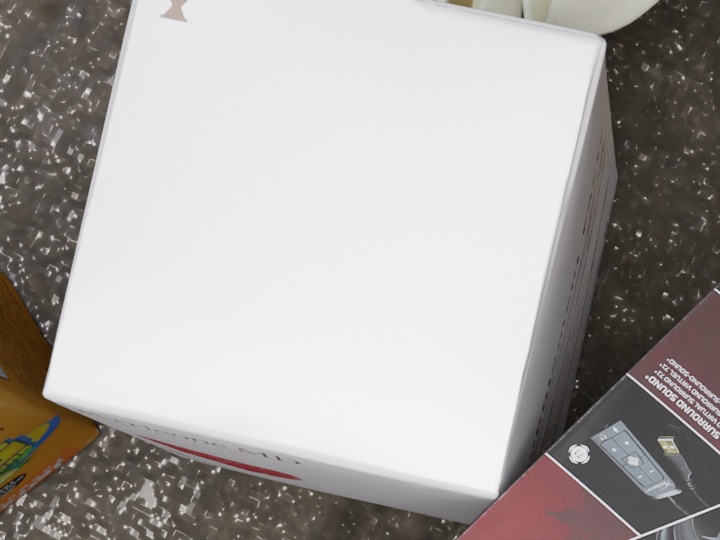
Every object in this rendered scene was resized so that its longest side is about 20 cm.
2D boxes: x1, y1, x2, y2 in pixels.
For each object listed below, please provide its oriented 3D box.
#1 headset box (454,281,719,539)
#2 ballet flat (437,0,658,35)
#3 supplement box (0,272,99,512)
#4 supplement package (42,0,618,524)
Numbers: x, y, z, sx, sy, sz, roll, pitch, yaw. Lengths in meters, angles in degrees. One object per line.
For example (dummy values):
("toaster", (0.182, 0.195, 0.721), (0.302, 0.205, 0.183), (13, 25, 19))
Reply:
("headset box", (0.082, 0.083, 0.766), (0.077, 0.149, 0.200), (42, 68, 17))
("ballet flat", (0.048, -0.089, 0.834), (0.073, 0.200, 0.073), (8, 74, -32))
("supplement box", (-0.129, 0.032, 0.827), (0.066, 0.200, 0.069), (-37, 83, 1))
("supplement package", (0.000, 0.000, 0.818), (0.121, 0.200, 0.120), (12, 84, 8))
